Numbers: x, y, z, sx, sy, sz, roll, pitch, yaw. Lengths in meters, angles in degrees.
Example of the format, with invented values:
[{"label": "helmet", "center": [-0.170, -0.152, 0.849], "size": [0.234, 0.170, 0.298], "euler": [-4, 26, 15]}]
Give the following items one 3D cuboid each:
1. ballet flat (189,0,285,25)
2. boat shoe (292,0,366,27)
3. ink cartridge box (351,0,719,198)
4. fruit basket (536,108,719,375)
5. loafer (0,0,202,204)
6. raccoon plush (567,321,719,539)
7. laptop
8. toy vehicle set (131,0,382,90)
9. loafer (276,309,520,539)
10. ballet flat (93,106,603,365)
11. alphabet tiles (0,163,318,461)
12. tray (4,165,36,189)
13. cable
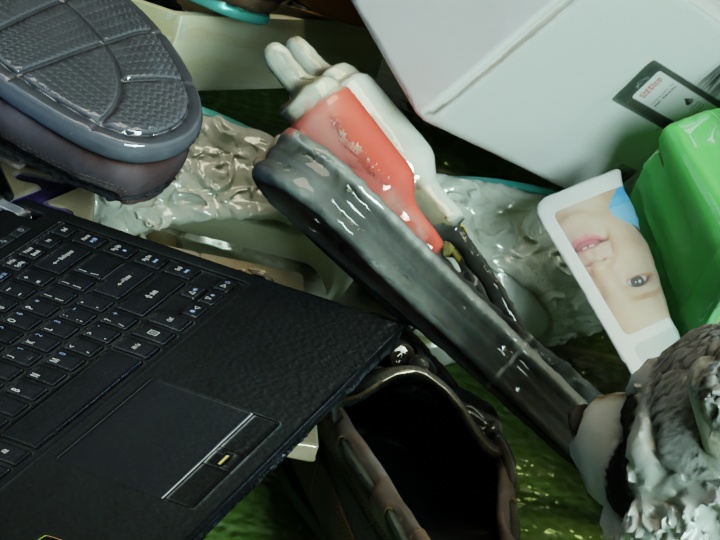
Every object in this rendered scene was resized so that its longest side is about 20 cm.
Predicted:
[{"label": "ballet flat", "center": [-0.103, -0.144, 0.826], "size": [0.199, 0.069, 0.068], "euler": [20, 10, 17]}, {"label": "boat shoe", "center": [0.021, -0.137, 0.935], "size": [0.070, 0.071, 0.199], "euler": [24, 23, 39]}, {"label": "ink cartridge box", "center": [0.066, -0.104, 0.802], "size": [0.200, 0.084, 0.147], "euler": [20, 36, -56]}, {"label": "fruit basket", "center": [0.177, 0.027, 0.727], "size": [0.184, 0.094, 0.201], "euler": [-19, 59, -22]}, {"label": "loafer", "center": [-0.129, -0.075, 0.769], "size": [0.200, 0.063, 0.072], "euler": [38, 40, 25]}, {"label": "raccoon plush", "center": [0.140, 0.089, 0.602], "size": [0.199, 0.135, 0.097], "euler": [19, 25, 4]}, {"label": "laptop", "center": [-0.102, -0.023, 0.613], "size": [0.199, 0.104, 0.177], "euler": [18, 26, 17]}, {"label": "toy vehicle set", "center": [-0.080, -0.098, 0.887], "size": [0.124, 0.027, 0.200], "euler": [20, 12, 18]}, {"label": "loafer", "center": [0.019, 0.059, 0.669], "size": [0.071, 0.063, 0.200], "euler": [12, 27, -13]}, {"label": "ballet flat", "center": [0.000, 0.000, 0.789], "size": [0.198, 0.072, 0.072], "euler": [14, 26, -1]}, {"label": "alphabet tiles", "center": [-0.110, 0.007, 0.678], "size": [0.198, 0.008, 0.167], "euler": [12, 27, -10]}, {"label": "tray", "center": [-0.154, -0.037, 0.784], "size": [0.098, 0.037, 0.200], "euler": [18, 26, 3]}, {"label": "cable", "center": [0.039, 0.006, 0.707], "size": [0.200, 0.050, 0.097], "euler": [41, 2, 9]}]
